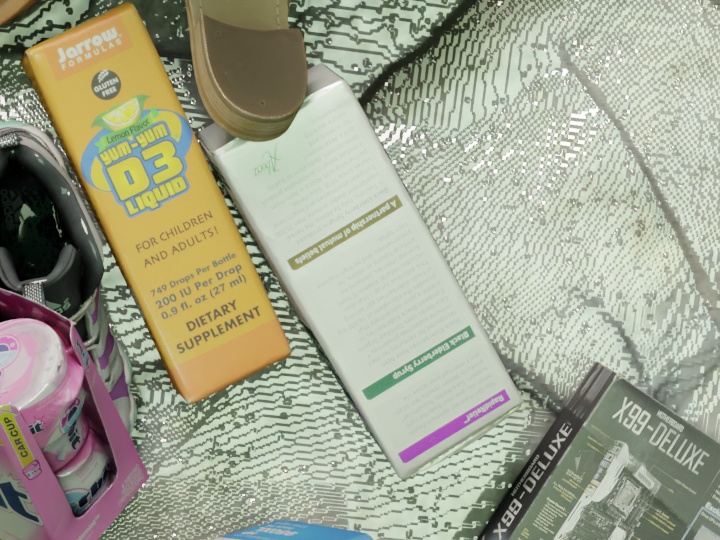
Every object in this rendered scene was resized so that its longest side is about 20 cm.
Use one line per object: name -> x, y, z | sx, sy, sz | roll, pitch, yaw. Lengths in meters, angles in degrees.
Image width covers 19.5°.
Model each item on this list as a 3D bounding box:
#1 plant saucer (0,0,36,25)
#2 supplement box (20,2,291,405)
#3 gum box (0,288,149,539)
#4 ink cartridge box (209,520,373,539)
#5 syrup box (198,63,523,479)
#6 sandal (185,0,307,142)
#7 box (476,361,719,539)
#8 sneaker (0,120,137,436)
plant saucer -> -0.230, -0.209, 1.035 | 0.198, 0.032, 0.202 | 6, 112, 16
supplement box -> -0.107, -0.035, 1.094 | 0.066, 0.069, 0.201 | -26, 96, -6
gum box -> -0.201, 0.058, 1.011 | 0.066, 0.199, 0.114 | -50, 142, -29
ink cartridge box -> -0.085, 0.221, 1.066 | 0.199, 0.084, 0.146 | -10, 98, -41
syrup box -> 0.000, 0.000, 1.094 | 0.081, 0.079, 0.201 | -29, 105, -3
sandal -> -0.068, -0.144, 1.072 | 0.077, 0.070, 0.213 | 10, 55, -20
box -> 0.170, 0.171, 1.157 | 0.199, 0.050, 0.158 | 33, 91, -9
sneaker -> -0.159, 0.026, 1.054 | 0.077, 0.140, 0.202 | -19, 98, -9
